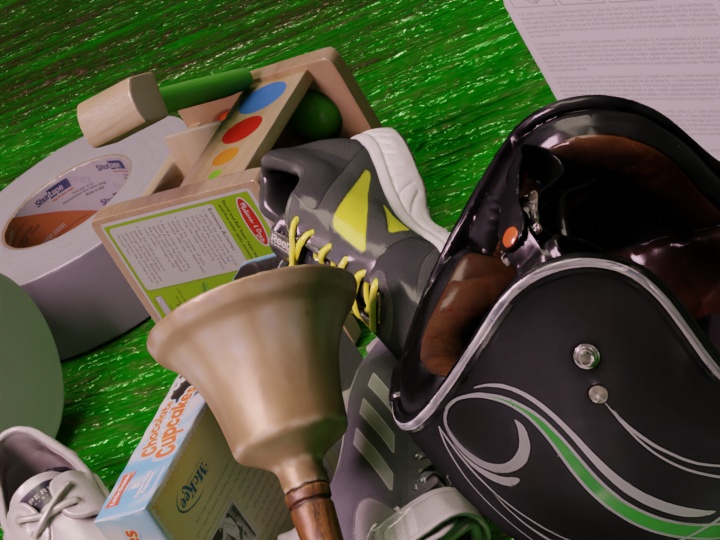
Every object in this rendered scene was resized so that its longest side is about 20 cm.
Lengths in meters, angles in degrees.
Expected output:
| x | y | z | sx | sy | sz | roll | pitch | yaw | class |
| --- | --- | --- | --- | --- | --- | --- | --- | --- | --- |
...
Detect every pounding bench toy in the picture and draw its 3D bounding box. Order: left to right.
| x | y | z | sx | sy | sz | roll | pitch | yaw | class |
| --- | --- | --- | --- | --- | --- | --- | --- | --- | --- |
| -0.072 | -0.068 | 1.290 | 0.123 | 0.201 | 0.156 | -13 | 32 | 33 | pounding bench toy |

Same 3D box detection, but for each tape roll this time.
| x | y | z | sx | sy | sz | roll | pitch | yaw | class |
| --- | --- | --- | --- | --- | --- | --- | --- | --- | --- |
| -0.188 | -0.023 | 1.488 | 0.199 | 0.066 | 0.201 | -24 | 27 | 13 | tape roll |

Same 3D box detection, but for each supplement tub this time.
| x | y | z | sx | sy | sz | roll | pitch | yaw | class |
| --- | --- | --- | --- | --- | --- | --- | --- | --- | --- |
| -0.299 | 0.083 | 1.330 | 0.199 | 0.146 | 0.145 | -16 | 30 | 27 | supplement tub |

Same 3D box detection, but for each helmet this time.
| x | y | z | sx | sy | sz | roll | pitch | yaw | class |
| --- | --- | --- | --- | --- | --- | --- | --- | --- | --- |
| 0.129 | 0.038 | 0.911 | 0.201 | 0.190 | 0.200 | -61 | 11 | 20 | helmet |

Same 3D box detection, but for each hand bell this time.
| x | y | z | sx | sy | sz | roll | pitch | yaw | class |
| --- | --- | --- | --- | --- | --- | --- | --- | --- | --- |
| -0.020 | 0.109 | 0.972 | 0.104 | 0.104 | 0.201 | -24 | 70 | 13 | hand bell |

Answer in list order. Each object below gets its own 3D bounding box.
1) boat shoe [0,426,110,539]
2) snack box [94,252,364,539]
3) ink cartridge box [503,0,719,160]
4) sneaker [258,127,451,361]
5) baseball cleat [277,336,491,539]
| x | y | z | sx | sy | sz | roll | pitch | yaw | class |
| --- | --- | --- | --- | --- | --- | --- | --- | --- | --- |
| -0.163 | 0.141 | 1.176 | 0.072 | 0.066 | 0.200 | -33 | 26 | -4 | boat shoe |
| -0.052 | 0.096 | 1.079 | 0.037 | 0.117 | 0.200 | -17 | 29 | 33 | snack box |
| 0.157 | -0.137 | 1.167 | 0.162 | 0.201 | 0.050 | 5 | 42 | 49 | ink cartridge box |
| 0.000 | 0.000 | 1.076 | 0.084 | 0.075 | 0.200 | -4 | 33 | -15 | sneaker |
| 0.028 | 0.104 | 1.056 | 0.106 | 0.070 | 0.201 | -2 | 47 | 32 | baseball cleat |
